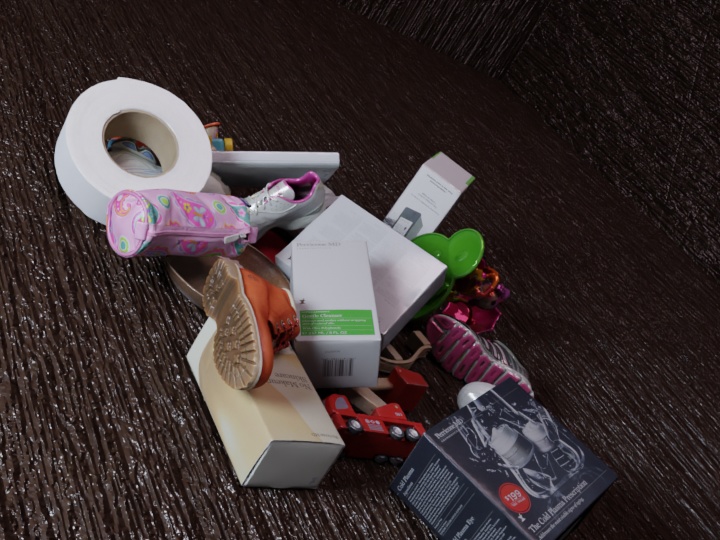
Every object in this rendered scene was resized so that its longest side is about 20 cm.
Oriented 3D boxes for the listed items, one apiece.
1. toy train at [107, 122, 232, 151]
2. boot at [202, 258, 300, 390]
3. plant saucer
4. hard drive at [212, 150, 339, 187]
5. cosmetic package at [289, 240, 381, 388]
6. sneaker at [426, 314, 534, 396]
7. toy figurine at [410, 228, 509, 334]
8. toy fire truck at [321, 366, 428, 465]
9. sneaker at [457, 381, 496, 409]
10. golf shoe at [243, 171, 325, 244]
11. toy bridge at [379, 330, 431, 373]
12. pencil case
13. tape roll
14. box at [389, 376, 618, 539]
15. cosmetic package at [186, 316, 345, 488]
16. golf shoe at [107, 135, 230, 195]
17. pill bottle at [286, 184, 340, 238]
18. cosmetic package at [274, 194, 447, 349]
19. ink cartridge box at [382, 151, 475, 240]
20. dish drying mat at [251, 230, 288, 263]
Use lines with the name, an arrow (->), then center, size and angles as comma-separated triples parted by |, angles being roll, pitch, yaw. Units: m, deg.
toy train -> -0.284, -0.200, 1.433 | 0.149, 0.056, 0.200 | -1, 2, 27
boot -> -0.106, 0.065, 1.025 | 0.107, 0.075, 0.200 | 23, 24, -26
plant saucer -> -0.182, 0.011, 1.256 | 0.200, 0.037, 0.201 | 29, 23, -13
hard drive -> -0.145, -0.156, 1.460 | 0.199, 0.026, 0.132 | -1, -10, -17
cosmetic package -> -0.036, 0.052, 1.192 | 0.107, 0.085, 0.200 | -1, 39, -6
sneaker -> 0.185, 0.133, 1.455 | 0.200, 0.074, 0.087 | 37, 22, -2
toy figurine -> 0.170, 0.032, 1.521 | 0.184, 0.200, 0.151 | 30, 41, -39
toy fire truck -> 0.016, 0.175, 1.176 | 0.199, 0.049, 0.141 | 15, 29, -36
sneaker -> 0.204, 0.235, 1.274 | 0.200, 0.074, 0.115 | 40, 20, 12
golf shoe -> -0.142, -0.095, 1.370 | 0.199, 0.092, 0.075 | -19, 59, -22
toy bridge -> 0.034, 0.117, 1.343 | 0.199, 0.027, 0.067 | 4, 37, -47
pencil case -> -0.223, -0.057, 1.185 | 0.087, 0.088, 0.200 | 46, 25, 28
tape roll -> -0.305, -0.156, 1.265 | 0.202, 0.071, 0.203 | 13, 60, -24
box -> 0.171, 0.251, 1.113 | 0.182, 0.104, 0.200 | 42, 36, 22
cosmetic package -> -0.109, 0.143, 1.044 | 0.105, 0.071, 0.200 | 12, 31, -40
golf shoe -> -0.282, -0.113, 1.357 | 0.199, 0.078, 0.098 | 19, 50, -30
pill bottle -> -0.027, -0.043, 1.469 | 0.200, 0.114, 0.114 | 43, 25, 21
cosmetic package -> 0.000, 0.000, 1.343 | 0.200, 0.052, 0.151 | 36, 59, 19
ink cartridge box -> 0.099, -0.094, 1.627 | 0.084, 0.200, 0.146 | 37, 23, 4
dish drying mat -> -0.098, 0.003, 1.408 | 0.200, 0.018, 0.077 | 45, 26, 25
